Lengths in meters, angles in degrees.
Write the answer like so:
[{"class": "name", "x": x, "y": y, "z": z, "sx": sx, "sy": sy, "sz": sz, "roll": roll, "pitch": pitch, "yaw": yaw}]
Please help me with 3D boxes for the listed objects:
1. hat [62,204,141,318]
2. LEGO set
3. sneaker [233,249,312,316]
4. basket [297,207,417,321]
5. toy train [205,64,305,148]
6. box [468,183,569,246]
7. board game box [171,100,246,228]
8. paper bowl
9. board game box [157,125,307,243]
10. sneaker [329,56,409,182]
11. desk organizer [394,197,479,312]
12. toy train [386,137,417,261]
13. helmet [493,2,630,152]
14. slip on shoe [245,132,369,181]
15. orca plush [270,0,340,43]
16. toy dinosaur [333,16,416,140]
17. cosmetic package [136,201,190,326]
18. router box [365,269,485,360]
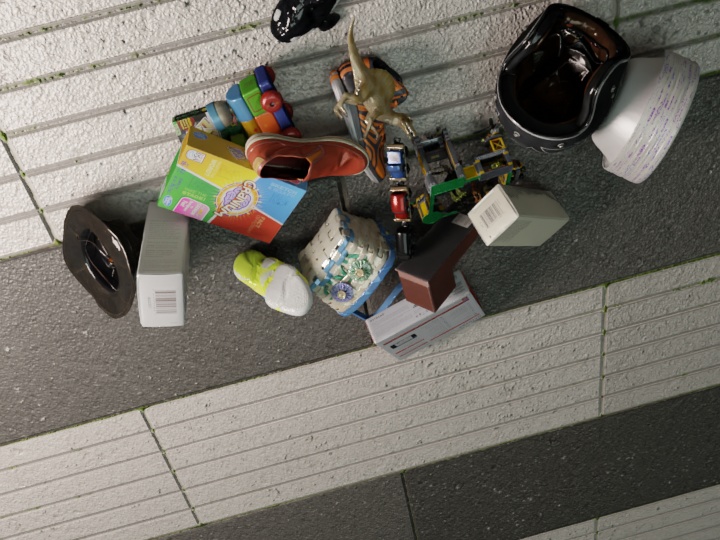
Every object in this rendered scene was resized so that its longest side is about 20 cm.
[{"class": "hat", "x": -0.407, "y": -0.028, "z": 1.222, "sx": 0.081, "sy": 0.197, "sz": 0.205, "roll": -37, "pitch": 139, "yaw": -42}, {"class": "LEGO set", "x": 0.166, "y": -0.178, "z": 1.251, "sx": 0.195, "sy": 0.118, "sz": 0.154, "roll": -19, "pitch": 155, "yaw": 4}, {"class": "sneaker", "x": -0.132, "y": 0.031, "z": 1.281, "sx": 0.076, "sy": 0.199, "sz": 0.105, "roll": -52, "pitch": 141, "yaw": -5}, {"class": "basket", "x": 0.000, "y": 0.000, "z": 1.301, "sx": 0.197, "sy": 0.141, "sz": 0.177, "roll": 21, "pitch": 119, "yaw": -35}, {"class": "toy train", "x": -0.149, "y": -0.205, "z": 1.153, "sx": 0.113, "sy": 0.086, "sz": 0.202, "roll": -24, "pitch": 136, "yaw": 4}, {"class": "box", "x": 0.274, "y": -0.092, "z": 1.276, "sx": 0.082, "sy": 0.069, "sz": 0.198, "roll": -44, "pitch": 156, "yaw": 30}, {"class": "board game box", "x": -0.221, "y": -0.169, "z": 1.206, "sx": 0.102, "sy": 0.024, "sz": 0.203, "roll": -18, "pitch": 127, "yaw": -2}, {"class": "paper bowl", "x": 0.442, "y": -0.252, "z": 1.184, "sx": 0.102, "sy": 0.201, "sz": 0.204, "roll": 25, "pitch": 121, "yaw": 4}, {"class": "board game box", "x": -0.201, "y": -0.129, "z": 1.168, "sx": 0.196, "sy": 0.041, "sz": 0.153, "roll": 18, "pitch": 140, "yaw": -23}, {"class": "sneaker", "x": 0.032, "y": -0.239, "z": 1.175, "sx": 0.109, "sy": 0.078, "sz": 0.203, "roll": -20, "pitch": 127, "yaw": 4}, {"class": "desk organizer", "x": 0.150, "y": -0.030, "z": 1.287, "sx": 0.200, "sy": 0.071, "sz": 0.078, "roll": -47, "pitch": 138, "yaw": -27}, {"class": "toy train", "x": 0.064, "y": -0.111, "z": 1.197, "sx": 0.033, "sy": 0.046, "sz": 0.205, "roll": 4, "pitch": 115, "yaw": 25}, {"class": "helmet", "x": 0.297, "y": -0.280, "z": 1.130, "sx": 0.195, "sy": 0.203, "sz": 0.193, "roll": 12, "pitch": 132, "yaw": -20}, {"class": "slip on shoe", "x": -0.076, "y": -0.162, "z": 1.119, "sx": 0.195, "sy": 0.062, "sz": 0.075, "roll": 1, "pitch": 143, "yaw": -26}, {"class": "orca plush", "x": -0.046, "y": -0.389, "z": 1.055, "sx": 0.196, "sy": 0.072, "sz": 0.106, "roll": -25, "pitch": 127, "yaw": 6}, {"class": "toy dinosaur", "x": 0.005, "y": -0.266, "z": 1.105, "sx": 0.101, "sy": 0.058, "sz": 0.201, "roll": -42, "pitch": 120, "yaw": -8}, {"class": "cosmetic package", "x": -0.310, "y": -0.015, "z": 1.184, "sx": 0.072, "sy": 0.202, "sz": 0.104, "roll": 0, "pitch": 126, "yaw": -12}, {"class": "router box", "x": 0.126, "y": 0.089, "z": 1.396, "sx": 0.197, "sy": 0.050, "sz": 0.179, "roll": -29, "pitch": 157, "yaw": 8}]
